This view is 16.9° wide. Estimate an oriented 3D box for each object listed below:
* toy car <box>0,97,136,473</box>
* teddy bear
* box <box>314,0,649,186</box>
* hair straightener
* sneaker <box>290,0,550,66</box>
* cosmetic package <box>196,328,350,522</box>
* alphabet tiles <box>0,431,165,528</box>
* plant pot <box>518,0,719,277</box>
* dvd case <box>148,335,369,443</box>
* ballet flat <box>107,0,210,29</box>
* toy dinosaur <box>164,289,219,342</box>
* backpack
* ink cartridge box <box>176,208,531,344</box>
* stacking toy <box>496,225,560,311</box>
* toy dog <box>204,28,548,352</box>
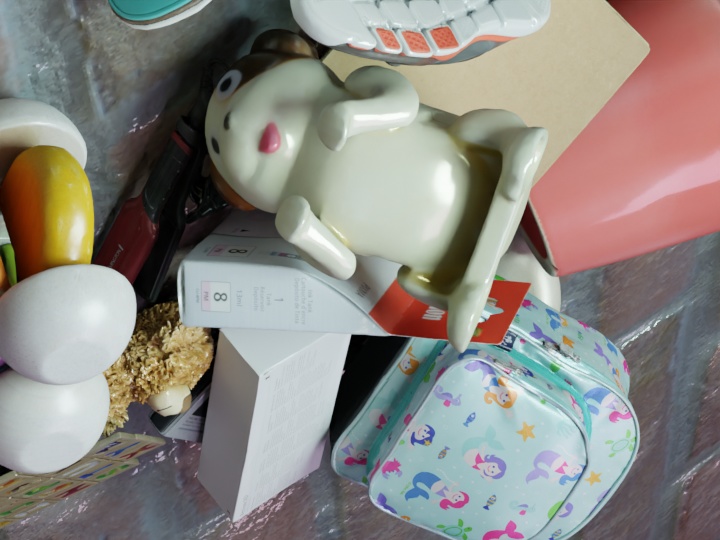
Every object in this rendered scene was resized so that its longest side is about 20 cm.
[{"bbox_3d":[-0.221,0.013,1.379,0.149,0.176,0.200,-6,143,-24],"label":"toy car"},{"bbox_3d":[-0.189,0.083,1.604,0.199,0.067,0.145,-10,153,-20],"label":"teddy bear"},{"bbox_3d":[0.078,-0.139,1.571,0.164,0.021,0.200,-49,129,4],"label":"box"},{"bbox_3d":[-0.114,-0.057,1.559,0.077,0.041,0.200,-17,142,-44],"label":"hair straightener"},{"bbox_3d":[0.027,-0.143,1.428,0.199,0.077,0.082,-6,159,-45],"label":"sneaker"},{"bbox_3d":[-0.062,0.090,1.675,0.082,0.051,0.200,-33,157,-27],"label":"cosmetic package"},{"bbox_3d":[-0.237,0.156,1.680,0.199,0.006,0.166,-25,169,9],"label":"alphabet tiles"},{"bbox_3d":[0.184,-0.096,1.717,0.177,0.201,0.201,-25,153,-3],"label":"plant pot"},{"bbox_3d":[-0.045,0.048,1.724,0.200,0.025,0.150,-46,156,12],"label":"dvd case"},{"bbox_3d":[-0.064,-0.212,1.340,0.200,0.070,0.069,-51,152,22],"label":"ballet flat"},{"bbox_3d":[-0.141,0.070,1.713,0.088,0.048,0.200,4,134,-49],"label":"toy dinosaur"},{"bbox_3d":[0.097,0.107,1.719,0.199,0.151,0.178,25,116,-21],"label":"backpack"},{"bbox_3d":[0.000,0.000,1.537,0.163,0.199,0.057,-51,139,-72],"label":"ink cartridge box"},{"bbox_3d":[0.092,0.019,1.878,0.146,0.146,0.200,-43,173,9],"label":"stacking toy"},{"bbox_3d":[0.004,-0.070,1.457,0.194,0.199,0.140,-60,171,-65],"label":"toy dog"}]
